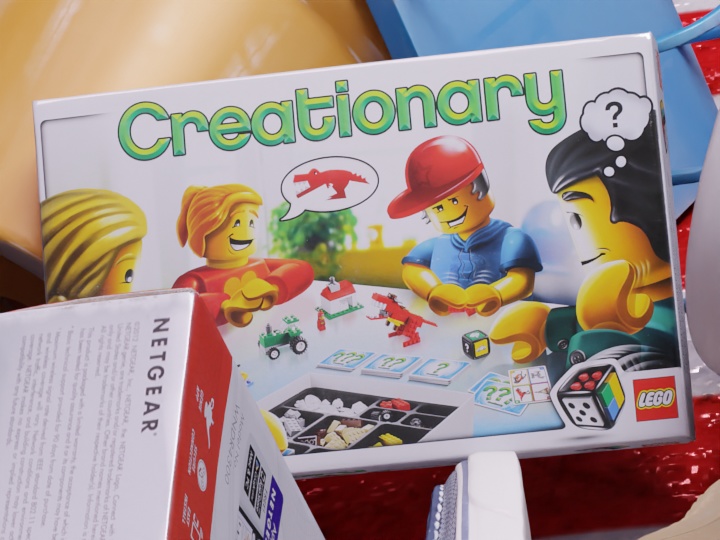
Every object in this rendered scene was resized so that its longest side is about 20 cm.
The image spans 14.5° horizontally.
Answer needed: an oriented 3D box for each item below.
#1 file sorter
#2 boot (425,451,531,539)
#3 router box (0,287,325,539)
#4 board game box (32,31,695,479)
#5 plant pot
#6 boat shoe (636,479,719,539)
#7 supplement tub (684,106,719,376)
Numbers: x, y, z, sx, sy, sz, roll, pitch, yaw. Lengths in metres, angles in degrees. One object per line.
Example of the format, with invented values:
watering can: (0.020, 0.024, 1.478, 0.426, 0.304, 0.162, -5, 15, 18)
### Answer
file sorter: (0.098, -0.099, 0.970, 0.122, 0.201, 0.139, -8, 25, 43)
boot: (0.005, 0.121, 0.790, 0.090, 0.073, 0.200, -5, 31, 7)
router box: (-0.040, 0.136, 0.619, 0.049, 0.180, 0.201, -7, 52, 14)
board game box: (0.000, 0.000, 0.889, 0.199, 0.127, 0.035, -6, -7, 8)
plant pot: (-0.079, -0.044, 1.017, 0.200, 0.201, 0.184, 8, 52, 35)
boat shoe: (0.119, 0.099, 0.787, 0.072, 0.065, 0.200, 17, 24, 36)
supplement tub: (0.208, -0.011, 0.823, 0.199, 0.146, 0.145, 17, 39, 19)
